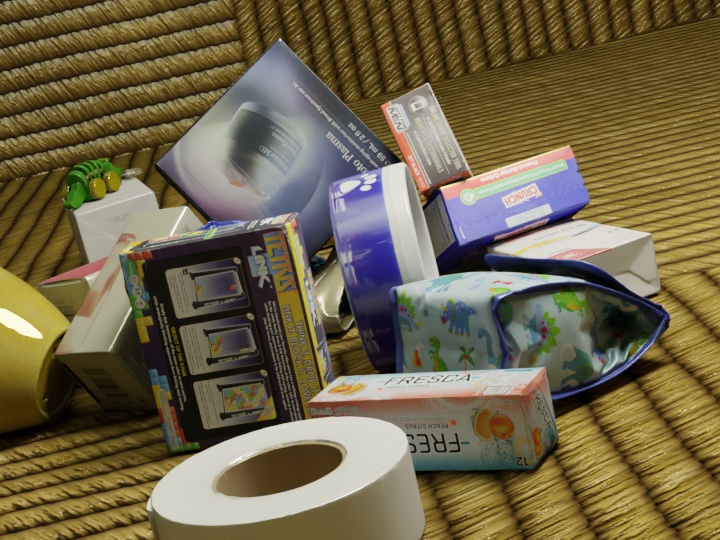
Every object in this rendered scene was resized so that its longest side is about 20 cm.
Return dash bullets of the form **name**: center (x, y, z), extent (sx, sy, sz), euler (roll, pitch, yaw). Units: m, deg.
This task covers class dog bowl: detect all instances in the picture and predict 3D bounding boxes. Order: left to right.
- **dog bowl**: center (0.031, -0.003, 1.548), extent (0.079, 0.200, 0.200), euler (-13, 13, 7)

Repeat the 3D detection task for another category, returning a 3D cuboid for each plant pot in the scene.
- **plant pot**: center (-0.380, 0.094, 1.628), extent (0.142, 0.200, 0.200), euler (14, 21, 15)

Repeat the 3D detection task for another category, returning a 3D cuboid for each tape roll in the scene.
- **tape roll**: center (-0.055, 0.180, 1.165), extent (0.202, 0.071, 0.202), euler (-12, 14, 3)

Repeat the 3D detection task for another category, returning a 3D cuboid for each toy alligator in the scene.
- **toy alligator**: center (-0.388, -0.142, 2.293), extent (0.059, 0.054, 0.200), euler (-8, 16, 26)

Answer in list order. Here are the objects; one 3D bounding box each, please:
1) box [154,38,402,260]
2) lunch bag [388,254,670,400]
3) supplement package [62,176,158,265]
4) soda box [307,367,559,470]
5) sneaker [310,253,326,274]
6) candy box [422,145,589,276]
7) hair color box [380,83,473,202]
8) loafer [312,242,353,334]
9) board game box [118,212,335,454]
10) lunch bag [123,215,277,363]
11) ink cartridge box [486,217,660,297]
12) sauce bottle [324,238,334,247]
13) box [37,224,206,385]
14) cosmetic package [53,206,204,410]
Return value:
- **box**: center (-0.094, -0.118, 1.742), extent (0.198, 0.200, 0.123), euler (-46, 8, -3)
- **lunch bag**: center (0.154, 0.051, 1.406), extent (0.200, 0.128, 0.170), euler (-6, 6, -32)
- **supplement package**: center (-0.362, -0.057, 2.299), extent (0.121, 0.120, 0.200), euler (-18, 15, -12)
- **soda box**: center (0.060, 0.125, 1.283), extent (0.200, 0.068, 0.064), euler (-4, 16, 30)
- **sneaker**: center (-0.124, 0.009, 1.926), extent (0.200, 0.075, 0.087), euler (-9, 9, 16)
- **candy box**: center (0.147, -0.057, 1.776), extent (0.169, 0.077, 0.200), euler (-18, -9, -19)
- **hair color box**: center (0.084, -0.134, 1.773), extent (0.064, 0.111, 0.200), euler (-25, -10, 4)
- **loafer**: center (0.000, 0.000, 1.758), extent (0.068, 0.076, 0.200), euler (18, 63, 33)
- **board game box**: center (-0.120, 0.059, 1.439), extent (0.165, 0.200, 0.057), euler (-9, 12, 10)
- **lunch bag**: center (-0.149, 0.051, 1.568), extent (0.124, 0.170, 0.200), euler (-7, 13, 34)
- **ink cartridge box**: center (0.217, -0.005, 1.665), extent (0.116, 0.068, 0.200), euler (-18, 14, -21)
- **sauce bottle**: center (-0.094, -0.051, 2.154), extent (0.200, 0.066, 0.066), euler (-18, 14, -12)
- **box**: center (-0.249, 0.039, 1.780), extent (0.200, 0.128, 0.109), euler (-25, 12, -42)
- **cosmetic package**: center (-0.228, 0.040, 1.642), extent (0.087, 0.103, 0.200), euler (-4, 46, 35)
